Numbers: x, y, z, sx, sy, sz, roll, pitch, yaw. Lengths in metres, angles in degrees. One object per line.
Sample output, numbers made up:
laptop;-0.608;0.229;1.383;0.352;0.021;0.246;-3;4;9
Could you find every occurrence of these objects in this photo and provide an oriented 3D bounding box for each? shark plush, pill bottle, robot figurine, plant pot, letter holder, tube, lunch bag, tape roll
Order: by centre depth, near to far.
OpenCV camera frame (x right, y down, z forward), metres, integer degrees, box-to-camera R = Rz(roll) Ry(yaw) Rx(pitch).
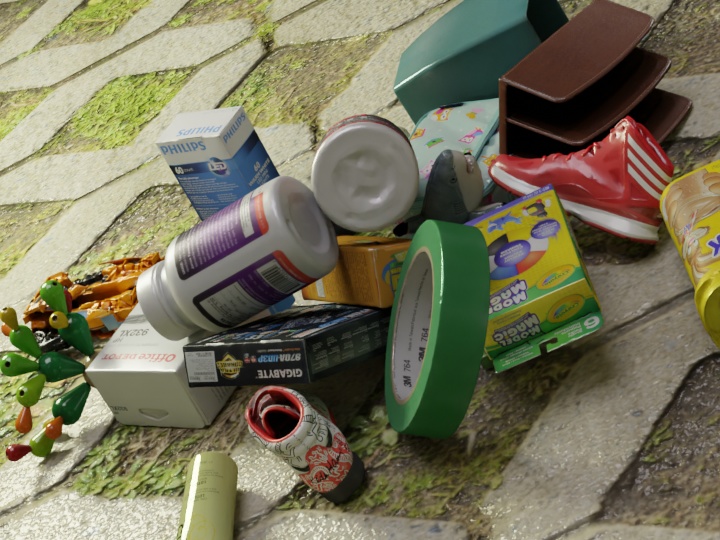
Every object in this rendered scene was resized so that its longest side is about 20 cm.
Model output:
tape roll;0.070;0.055;1.549;0.048;0.202;0.201;8;30;-12
tube;-0.148;0.259;1.567;0.201;0.052;0.058;-87;22;-50
pill bottle;-0.130;-0.005;1.702;0.199;0.112;0.112;-28;28;25
pill bottle;0.005;-0.106;1.733;0.110;0.111;0.200;-27;8;4
shark plush;0.066;-0.053;1.749;0.200;0.083;0.091;-44;58;39
letter holder;0.261;-0.190;1.782;0.141;0.101;0.200;24;47;30
lunch bag;0.121;-0.118;1.867;0.159;0.077;0.201;-7;38;34
plant pot;0.149;-0.242;1.979;0.199;0.142;0.142;-22;30;25
robot figurine;-0.329;0.036;2.031;0.198;0.058;0.145;-10;34;28

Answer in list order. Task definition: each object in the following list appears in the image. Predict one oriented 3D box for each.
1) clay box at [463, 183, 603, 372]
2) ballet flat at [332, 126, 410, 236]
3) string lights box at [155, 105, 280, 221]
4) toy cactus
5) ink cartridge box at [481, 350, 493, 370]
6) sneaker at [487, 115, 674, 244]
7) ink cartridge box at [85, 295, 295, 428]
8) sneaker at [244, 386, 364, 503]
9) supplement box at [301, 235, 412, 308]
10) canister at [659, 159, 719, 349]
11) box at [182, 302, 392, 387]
clay box;0.156;0.006;1.567;0.114;0.048;0.201;-25;31;10
ballet flat;0.006;-0.110;1.972;0.066;0.057;0.200;0;41;38
string lights box;-0.144;-0.090;1.924;0.102;0.201;0.059;-2;40;37
toy cactus;-0.328;0.113;1.858;0.164;0.202;0.102;3;-2;-29
ink cartridge box;0.148;0.032;1.641;0.103;0.060;0.200;-27;31;3
sneaker;0.232;-0.110;1.687;0.199;0.078;0.116;24;99;26
ink cartridge box;-0.187;0.073;1.835;0.144;0.084;0.201;-2;40;37
sneaker;-0.073;0.141;1.608;0.067;0.108;0.201;-44;32;-2
supplement box;0.000;0.000;1.737;0.066;0.070;0.200;-11;4;-24
canister;0.364;-0.026;1.524;0.147;0.087;0.201;-23;30;9
box;-0.058;0.072;1.677;0.158;0.046;0.199;-5;8;35
